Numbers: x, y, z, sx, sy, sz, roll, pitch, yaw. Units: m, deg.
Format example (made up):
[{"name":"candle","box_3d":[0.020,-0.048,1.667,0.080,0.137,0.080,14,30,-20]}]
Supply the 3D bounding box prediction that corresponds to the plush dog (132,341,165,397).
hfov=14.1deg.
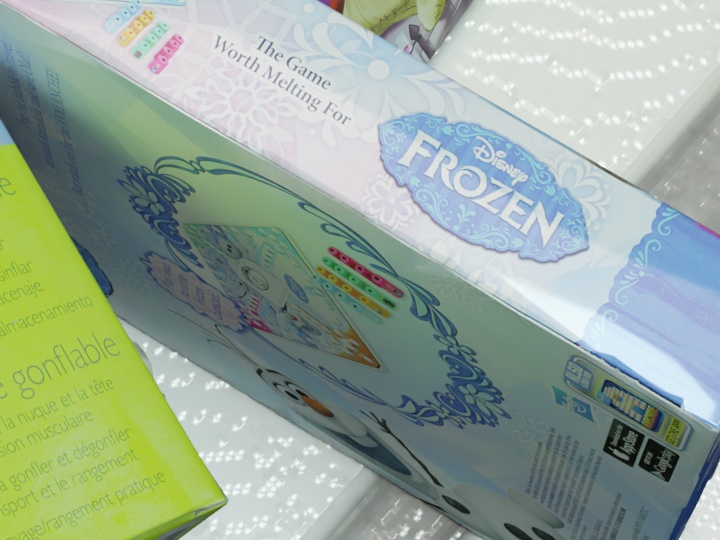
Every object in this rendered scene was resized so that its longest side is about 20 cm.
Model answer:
[{"name":"plush dog","box_3d":[-0.145,0.106,0.701,0.160,0.172,0.201,19,51,-35]}]

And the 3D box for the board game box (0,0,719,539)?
[{"name":"board game box","box_3d":[0.000,0.000,0.720,0.198,0.200,0.044,30,74,9]}]

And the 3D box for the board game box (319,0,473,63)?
[{"name":"board game box","box_3d":[0.008,-0.126,0.813,0.032,0.120,0.200,18,65,45]}]

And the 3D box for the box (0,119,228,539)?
[{"name":"box","box_3d":[-0.126,-0.010,0.631,0.122,0.048,0.201,-21,76,-50]}]
